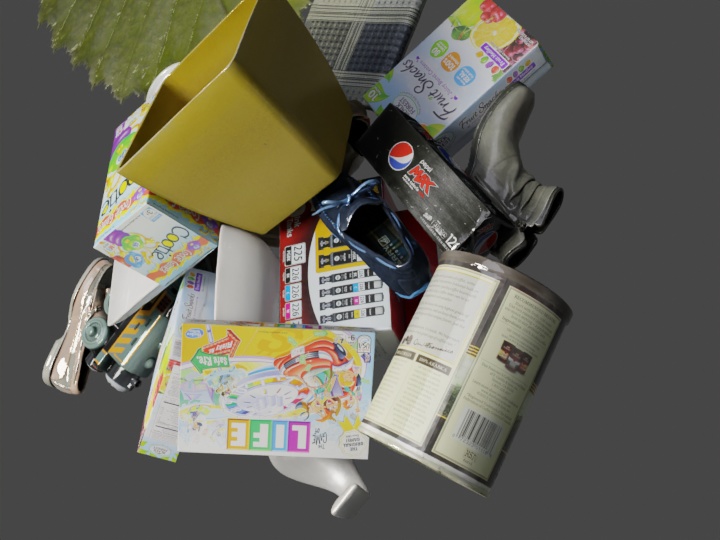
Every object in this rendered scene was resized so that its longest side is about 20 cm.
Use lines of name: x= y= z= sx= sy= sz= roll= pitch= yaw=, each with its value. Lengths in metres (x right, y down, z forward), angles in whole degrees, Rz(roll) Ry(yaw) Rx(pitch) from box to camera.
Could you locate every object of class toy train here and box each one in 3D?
toy train: x=-0.296 y=0.070 z=1.221 sx=0.114 sy=0.085 sz=0.200 roll=37 pitch=89 yaw=31

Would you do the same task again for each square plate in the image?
square plate: x=-0.254 y=-0.046 z=1.158 sx=0.198 sy=0.028 sz=0.201 roll=-35 pitch=41 yaw=28

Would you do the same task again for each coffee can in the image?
coffee can: x=0.104 y=0.102 z=0.888 sx=0.146 sy=0.146 sz=0.201 roll=20 pitch=77 yaw=39

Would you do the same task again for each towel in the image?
towel: x=-0.015 y=-0.318 z=1.275 sx=0.199 sy=0.035 sz=0.194 roll=15 pitch=78 yaw=36

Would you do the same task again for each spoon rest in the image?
spoon rest: x=-0.046 y=0.211 z=0.999 sx=0.099 sy=0.061 sz=0.200 roll=-49 pitch=36 yaw=0

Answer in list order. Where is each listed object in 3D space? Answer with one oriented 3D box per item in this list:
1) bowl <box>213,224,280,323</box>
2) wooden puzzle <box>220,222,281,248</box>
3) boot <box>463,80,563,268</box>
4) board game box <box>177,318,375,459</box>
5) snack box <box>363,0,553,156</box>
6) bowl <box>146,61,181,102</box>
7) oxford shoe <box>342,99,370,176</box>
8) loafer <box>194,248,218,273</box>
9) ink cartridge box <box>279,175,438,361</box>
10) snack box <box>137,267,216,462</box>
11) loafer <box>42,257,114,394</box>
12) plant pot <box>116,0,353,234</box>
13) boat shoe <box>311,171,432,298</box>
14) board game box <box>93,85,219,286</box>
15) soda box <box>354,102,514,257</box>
bowl: x=-0.136 y=0.064 z=1.059 sx=0.074 sy=0.200 sz=0.201 roll=2 pitch=67 yaw=-8
wooden puzzle: x=-0.123 y=-0.116 z=1.198 sx=0.184 sy=0.046 sz=0.201 roll=9 pitch=65 yaw=14
boot: x=0.180 y=-0.106 z=1.010 sx=0.130 sy=0.068 sz=0.201 roll=29 pitch=92 yaw=37
board game box: x=-0.087 y=0.123 z=0.928 sx=0.198 sy=0.034 sz=0.136 roll=2 pitch=95 yaw=-3
snack box: x=0.118 y=-0.236 z=1.111 sx=0.200 sy=0.053 sz=0.143 roll=-41 pitch=49 yaw=9
bowl: x=-0.263 y=-0.254 z=1.363 sx=0.200 sy=0.090 sz=0.202 roll=-15 pitch=58 yaw=26
oxford shoe: x=-0.008 y=-0.170 z=1.125 sx=0.075 sy=0.070 sz=0.201 roll=-36 pitch=24 yaw=30
loafer: x=-0.213 y=-0.055 z=1.241 sx=0.072 sy=0.062 sz=0.201 roll=107 pitch=145 yaw=-43
ink cartridge box: x=0.000 y=0.000 z=1.031 sx=0.174 sy=0.084 sz=0.201 roll=-11 pitch=61 yaw=13
snack box: x=-0.216 y=0.108 z=1.074 sx=0.200 sy=0.053 sz=0.143 roll=-96 pitch=27 yaw=-58
loafer: x=-0.390 y=0.083 z=1.290 sx=0.063 sy=0.072 sz=0.201 roll=20 pitch=84 yaw=22
plant pot: x=-0.121 y=-0.163 z=0.995 sx=0.200 sy=0.176 sz=0.201 roll=-33 pitch=30 yaw=31
boat shoe: x=0.012 y=-0.058 z=0.967 sx=0.084 sy=0.069 sz=0.200 roll=-44 pitch=57 yaw=-9
board game box: x=-0.237 y=-0.103 z=1.070 sx=0.105 sy=0.103 sz=0.201 roll=-33 pitch=43 yaw=29
soda box: x=0.080 y=-0.097 z=0.997 sx=0.071 sy=0.063 sz=0.200 roll=-47 pitch=57 yaw=16
